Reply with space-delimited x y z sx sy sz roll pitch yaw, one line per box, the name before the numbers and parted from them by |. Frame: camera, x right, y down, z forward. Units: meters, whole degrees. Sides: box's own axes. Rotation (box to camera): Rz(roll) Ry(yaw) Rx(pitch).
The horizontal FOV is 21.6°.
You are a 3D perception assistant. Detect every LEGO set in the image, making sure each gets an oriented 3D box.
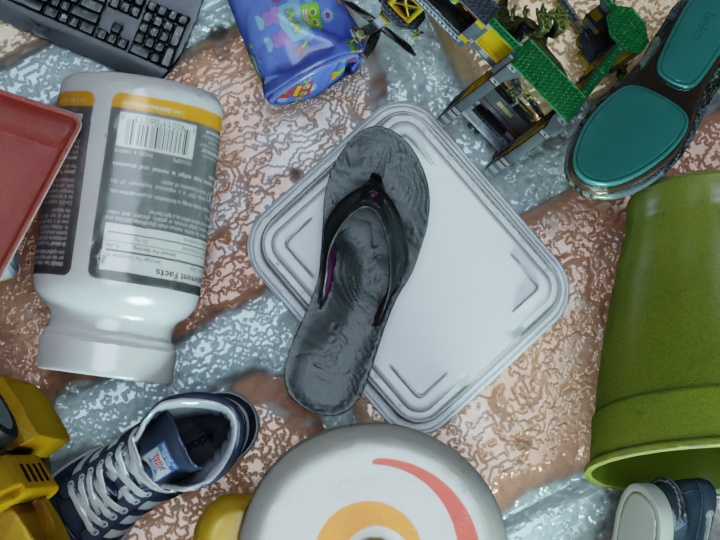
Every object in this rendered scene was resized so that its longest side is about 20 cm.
LEGO set | 0.092 -0.167 1.331 0.199 0.116 0.155 38 56 -13

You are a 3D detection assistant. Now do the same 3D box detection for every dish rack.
dish rack | 0.036 -0.003 1.334 0.171 0.044 0.200 -42 89 -5

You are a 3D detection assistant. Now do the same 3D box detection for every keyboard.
keyboard | -0.205 -0.226 1.350 0.198 0.021 0.128 23 86 -2

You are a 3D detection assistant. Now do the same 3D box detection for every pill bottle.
pill bottle | -0.162 -0.028 1.291 0.115 0.116 0.203 8 86 -2

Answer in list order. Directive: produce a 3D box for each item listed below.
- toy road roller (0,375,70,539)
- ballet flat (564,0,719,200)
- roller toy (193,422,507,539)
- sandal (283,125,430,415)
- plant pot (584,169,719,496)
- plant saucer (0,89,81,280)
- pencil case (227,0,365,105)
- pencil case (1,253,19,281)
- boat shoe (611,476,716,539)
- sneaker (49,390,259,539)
toy road roller | -0.248 0.158 1.226 0.122 0.200 0.147 -34 82 1
ballet flat | 0.204 -0.108 1.301 0.074 0.074 0.200 41 66 1
roller toy | 0.006 0.192 1.271 0.182 0.140 0.200 -44 88 -5
sandal | 0.001 0.001 1.287 0.074 0.048 0.203 14 87 -1
plant pot | 0.248 0.041 1.277 0.198 0.201 0.195 1 75 -2
plant saucer | -0.305 -0.039 1.235 0.198 0.037 0.201 17 66 15
pencil case | -0.060 -0.219 1.327 0.086 0.078 0.202 -20 87 -5
pencil case | -0.335 -0.013 1.299 0.198 0.091 0.084 -14 114 -2
boat shoe | 0.201 0.230 1.291 0.061 0.075 0.202 -5 113 -23
sneaker | -0.159 0.144 1.282 0.199 0.109 0.070 -33 87 -4
